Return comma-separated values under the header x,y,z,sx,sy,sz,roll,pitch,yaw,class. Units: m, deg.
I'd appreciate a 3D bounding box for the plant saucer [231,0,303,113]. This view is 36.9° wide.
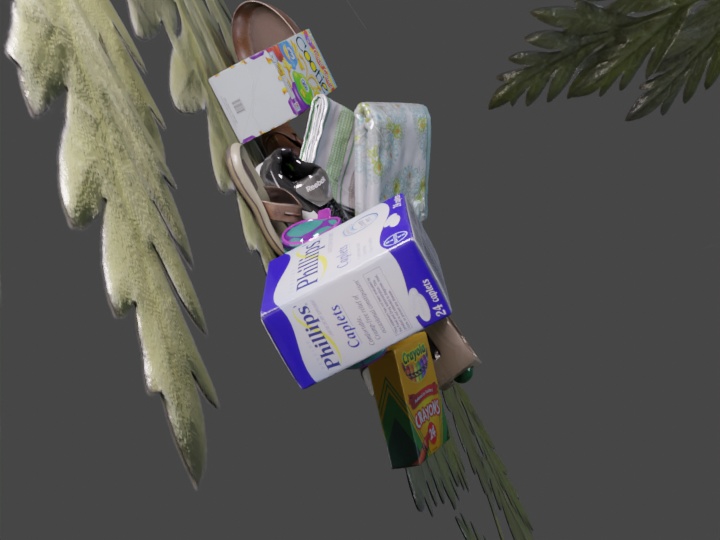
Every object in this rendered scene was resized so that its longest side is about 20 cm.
x,y,z,sx,sy,sz,roll,pitch,yaw,class
-0.137,-0.351,1.772,0.200,0.032,0.201,35,-37,31,plant saucer

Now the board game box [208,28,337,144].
x,y,z,sx,sy,sz,roll,pitch,yaw,class
-0.125,-0.278,1.607,0.106,0.102,0.200,63,23,-12,board game box

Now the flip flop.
x,y,z,sx,sy,sz,roll,pitch,yaw,class
-0.112,-0.088,1.441,0.201,0.057,0.081,61,8,-25,flip flop

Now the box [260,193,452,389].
x,y,z,sx,sy,sz,roll,pitch,yaw,class
-0.007,0.019,1.279,0.106,0.199,0.184,60,9,-18,box

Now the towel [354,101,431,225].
x,y,z,sx,sy,sz,roll,pitch,yaw,class
0.052,-0.158,1.676,0.171,0.048,0.202,-12,103,-57,towel

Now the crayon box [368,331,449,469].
x,y,z,sx,sy,sz,roll,pitch,yaw,class
0.067,0.171,1.571,0.127,0.050,0.202,-22,99,-63,crayon box

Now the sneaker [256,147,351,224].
x,y,z,sx,sy,sz,roll,pitch,yaw,class
-0.063,-0.094,1.490,0.200,0.066,0.091,44,-32,4,sneaker

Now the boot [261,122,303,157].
x,y,z,sx,sy,sz,roll,pitch,yaw,class
-0.099,-0.169,1.752,0.156,0.073,0.200,61,1,18,boot

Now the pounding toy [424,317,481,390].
x,y,z,sx,sy,sz,roll,pitch,yaw,class
0.154,0.181,2.208,0.201,0.142,0.184,55,5,13,pounding toy

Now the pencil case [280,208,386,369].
x,y,z,sx,sy,sz,roll,pitch,yaw,class
-0.033,0.028,1.428,0.092,0.084,0.202,-44,121,-46,pencil case

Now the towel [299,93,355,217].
x,y,z,sx,sy,sz,roll,pitch,yaw,class
-0.020,-0.165,1.629,0.199,0.030,0.151,19,83,-54,towel

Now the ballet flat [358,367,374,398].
x,y,z,sx,sy,sz,roll,pitch,yaw,class
0.045,0.177,1.653,0.069,0.067,0.201,-93,158,-46,ballet flat
